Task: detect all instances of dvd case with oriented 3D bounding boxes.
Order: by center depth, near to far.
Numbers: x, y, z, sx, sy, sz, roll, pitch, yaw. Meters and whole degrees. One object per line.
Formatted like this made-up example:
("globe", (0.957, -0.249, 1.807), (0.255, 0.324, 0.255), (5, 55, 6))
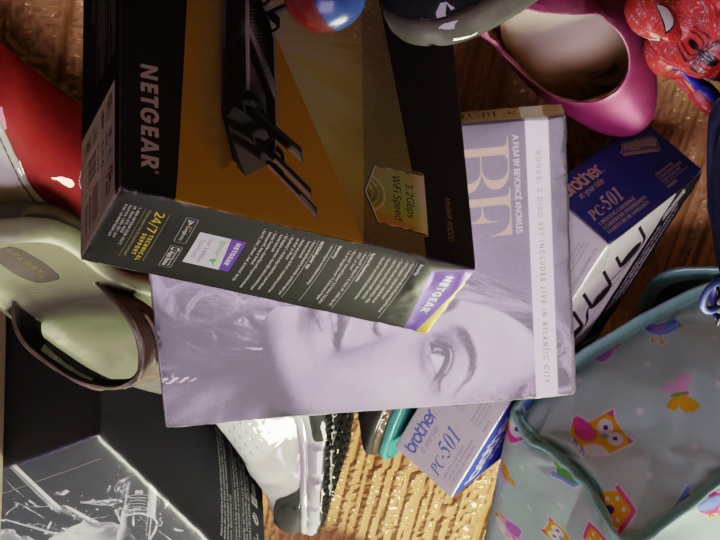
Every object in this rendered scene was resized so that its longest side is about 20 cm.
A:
("dvd case", (0.000, 0.000, 1.252), (0.199, 0.016, 0.149), (-5, 117, -2))

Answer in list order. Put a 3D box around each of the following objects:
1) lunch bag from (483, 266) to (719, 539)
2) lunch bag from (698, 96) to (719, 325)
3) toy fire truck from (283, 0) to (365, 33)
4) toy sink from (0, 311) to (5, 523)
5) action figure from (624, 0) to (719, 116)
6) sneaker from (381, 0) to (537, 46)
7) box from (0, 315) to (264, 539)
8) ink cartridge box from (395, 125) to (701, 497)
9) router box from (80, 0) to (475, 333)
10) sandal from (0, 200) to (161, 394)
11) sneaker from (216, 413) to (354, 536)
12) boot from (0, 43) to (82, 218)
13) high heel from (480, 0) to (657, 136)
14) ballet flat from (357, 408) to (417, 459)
("lunch bag", (0.172, 0.087, 1.406), (0.200, 0.122, 0.170), (-36, 158, -19))
("lunch bag", (0.250, -0.014, 1.220), (0.199, 0.133, 0.136), (-14, 147, 1))
("toy fire truck", (-0.031, -0.184, 1.031), (0.112, 0.168, 0.200), (-9, 141, 7))
("toy sink", (-0.263, 0.089, 1.329), (0.130, 0.200, 0.112), (-20, 140, 20))
("action figure", (0.199, -0.090, 1.256), (0.200, 0.052, 0.065), (22, 129, -32))
("sneaker", (0.061, -0.183, 1.049), (0.076, 0.200, 0.114), (19, 149, 41))
("box", (-0.181, 0.123, 1.457), (0.200, 0.104, 0.182), (-20, 138, 19))
("ink cartridge box", (0.093, 0.021, 1.349), (0.044, 0.094, 0.200), (41, 133, 14))
("router box", (-0.038, -0.080, 1.135), (0.157, 0.200, 0.052), (12, 140, -21))
("sandal", (-0.131, 0.027, 1.283), (0.080, 0.057, 0.201), (-23, 150, 23))
("sneaker", (-0.049, 0.070, 1.443), (0.080, 0.074, 0.200), (6, 138, 10))
("boot", (-0.098, -0.061, 1.263), (0.144, 0.073, 0.200), (-16, 148, 14))
("high heel", (0.091, -0.099, 1.207), (0.067, 0.096, 0.200), (-18, 139, 14))
("ballet flat", (0.033, 0.010, 1.368), (0.068, 0.068, 0.200), (39, 127, 12))
